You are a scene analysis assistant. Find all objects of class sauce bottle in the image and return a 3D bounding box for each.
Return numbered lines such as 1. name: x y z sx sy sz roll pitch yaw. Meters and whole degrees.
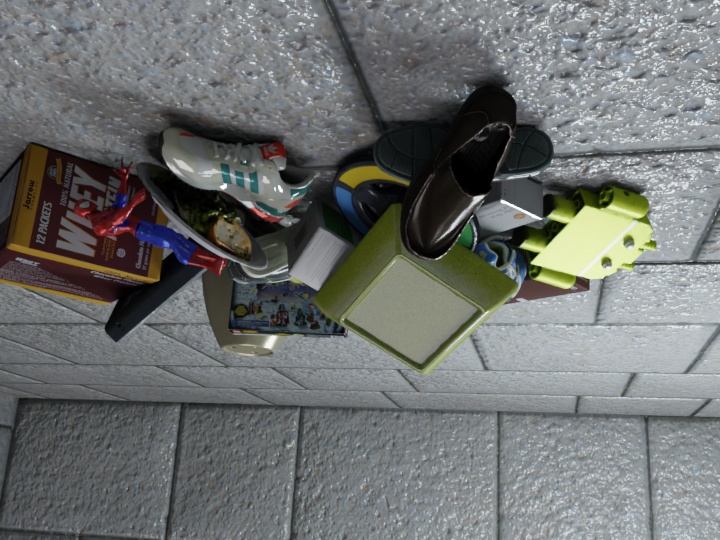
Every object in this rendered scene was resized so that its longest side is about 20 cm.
1. sauce bottle: -0.133 -0.035 1.187 0.064 0.066 0.199 -7 158 29

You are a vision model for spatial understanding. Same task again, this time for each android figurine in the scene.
1. android figurine: 0.307 -0.043 1.045 0.197 0.042 0.183 15 136 -25

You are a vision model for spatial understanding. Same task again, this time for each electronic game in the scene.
1. electronic game: 0.055 -0.072 0.978 0.197 0.042 0.201 21 153 11

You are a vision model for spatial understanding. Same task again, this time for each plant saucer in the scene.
1. plant saucer: 0.065 0.043 0.989 0.198 0.048 0.200 32 124 -14

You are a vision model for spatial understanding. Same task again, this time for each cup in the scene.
1. cup: -0.197 0.076 1.419 0.197 0.146 0.201 3 163 1

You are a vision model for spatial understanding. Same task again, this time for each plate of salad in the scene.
1. plate of salad: -0.187 -0.076 0.963 0.199 0.048 0.200 39 -170 -8

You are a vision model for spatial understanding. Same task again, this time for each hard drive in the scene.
1. hard drive: -0.271 0.007 1.111 0.033 0.199 0.140 48 -174 -18

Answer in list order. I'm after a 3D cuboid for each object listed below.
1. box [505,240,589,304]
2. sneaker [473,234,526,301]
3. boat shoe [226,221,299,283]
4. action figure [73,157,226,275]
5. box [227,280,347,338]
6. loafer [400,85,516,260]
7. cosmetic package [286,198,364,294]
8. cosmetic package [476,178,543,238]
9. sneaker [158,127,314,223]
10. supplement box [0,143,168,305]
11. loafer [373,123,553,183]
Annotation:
1. box: 0.247 0.003 1.219 0.198 0.076 0.099 -15 155 41
2. sneaker: 0.191 -0.005 1.072 0.077 0.076 0.199 -51 162 26
3. boat shoe: -0.102 -0.024 1.137 0.198 0.073 0.068 -14 164 -38
4. action figure: -0.257 -0.072 0.977 0.197 0.100 0.065 16 -167 -6
5. box: -0.115 0.039 1.297 0.196 0.139 0.040 1 163 6
6. loafer: 0.096 -0.090 0.799 0.072 0.072 0.202 19 119 -10
7. cosmetic package: 0.000 0.000 1.078 0.198 0.108 0.085 30 109 -21
8. cosmetic package: 0.139 -0.075 1.033 0.082 0.052 0.199 15 159 -35
9. sneaker: -0.140 -0.131 0.919 0.093 0.071 0.199 -36 137 28
10. supplement box: -0.397 -0.052 1.075 0.195 0.135 0.199 16 159 -35
11. loafer: 0.113 -0.120 0.873 0.196 0.073 0.063 1 168 3
